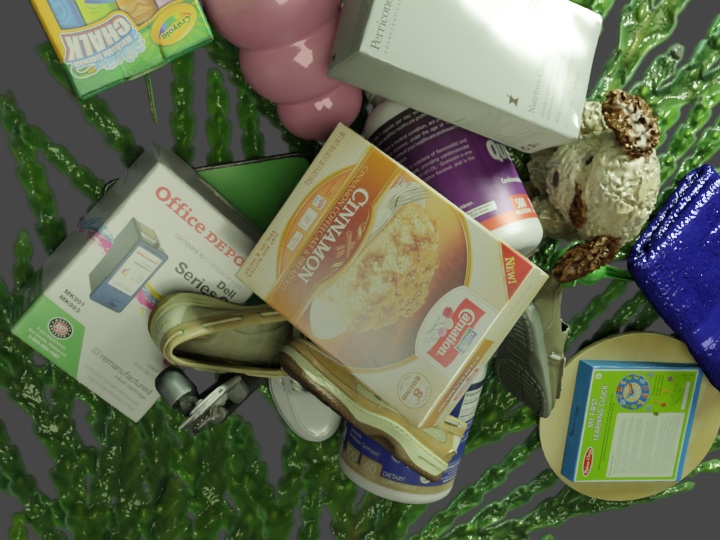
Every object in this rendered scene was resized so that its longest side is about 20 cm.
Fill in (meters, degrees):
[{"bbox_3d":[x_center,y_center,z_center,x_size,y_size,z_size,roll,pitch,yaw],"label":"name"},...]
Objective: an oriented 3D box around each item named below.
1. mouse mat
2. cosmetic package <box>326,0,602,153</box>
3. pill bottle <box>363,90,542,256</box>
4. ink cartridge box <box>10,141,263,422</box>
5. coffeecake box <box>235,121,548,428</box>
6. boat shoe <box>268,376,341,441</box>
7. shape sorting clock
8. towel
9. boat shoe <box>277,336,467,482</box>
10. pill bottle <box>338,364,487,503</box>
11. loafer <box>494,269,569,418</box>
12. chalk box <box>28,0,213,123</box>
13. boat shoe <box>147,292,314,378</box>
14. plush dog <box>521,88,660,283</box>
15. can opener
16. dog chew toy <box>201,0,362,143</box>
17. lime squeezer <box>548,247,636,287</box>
[{"bbox_3d":[-0.133,-0.021,1.077,0.198,0.008,0.163,-9,111,-10],"label":"mouse mat"},{"bbox_3d":[0.084,-0.182,0.921,0.198,0.081,0.114,17,81,-21],"label":"cosmetic package"},{"bbox_3d":[0.074,-0.092,1.008,0.111,0.112,0.202,-23,81,-3],"label":"pill bottle"},{"bbox_3d":[-0.193,0.009,1.024,0.145,0.088,0.200,41,94,-23],"label":"ink cartridge box"},{"bbox_3d":[0.025,0.005,0.921,0.199,0.073,0.154,38,96,19],"label":"coffeecake box"},{"bbox_3d":[-0.056,0.089,1.097,0.073,0.067,0.202,-16,116,-6],"label":"boat shoe"},{"bbox_3d":[0.286,0.156,1.216,0.198,0.039,0.202,-3,113,-8],"label":"shape sorting clock"},{"bbox_3d":[0.364,0.010,1.153,0.200,0.049,0.148,47,72,-23],"label":"towel"},{"bbox_3d":[0.016,0.105,1.004,0.200,0.072,0.076,39,85,-31],"label":"boat shoe"},{"bbox_3d":[0.057,0.109,1.105,0.118,0.120,0.202,9,107,-16],"label":"pill bottle"},{"bbox_3d":[0.176,0.073,1.117,0.070,0.075,0.201,-39,147,-19],"label":"loafer"},{"bbox_3d":[-0.197,-0.222,0.928,0.123,0.125,0.201,-25,114,-3],"label":"chalk box"},{"bbox_3d":[-0.083,0.063,0.997,0.199,0.063,0.074,10,112,-29],"label":"boat shoe"},{"bbox_3d":[0.211,-0.081,1.042,0.159,0.172,0.202,7,107,-15],"label":"plush dog"},{"bbox_3d":[-0.133,0.099,1.028,0.053,0.200,0.067,-43,89,6],"label":"can opener"},{"bbox_3d":[-0.056,-0.200,0.974,0.124,0.125,0.201,-25,121,-3],"label":"dog chew toy"},{"bbox_3d":[0.231,-0.002,1.132,0.199,0.070,0.038,3,90,-51],"label":"lime squeezer"}]
